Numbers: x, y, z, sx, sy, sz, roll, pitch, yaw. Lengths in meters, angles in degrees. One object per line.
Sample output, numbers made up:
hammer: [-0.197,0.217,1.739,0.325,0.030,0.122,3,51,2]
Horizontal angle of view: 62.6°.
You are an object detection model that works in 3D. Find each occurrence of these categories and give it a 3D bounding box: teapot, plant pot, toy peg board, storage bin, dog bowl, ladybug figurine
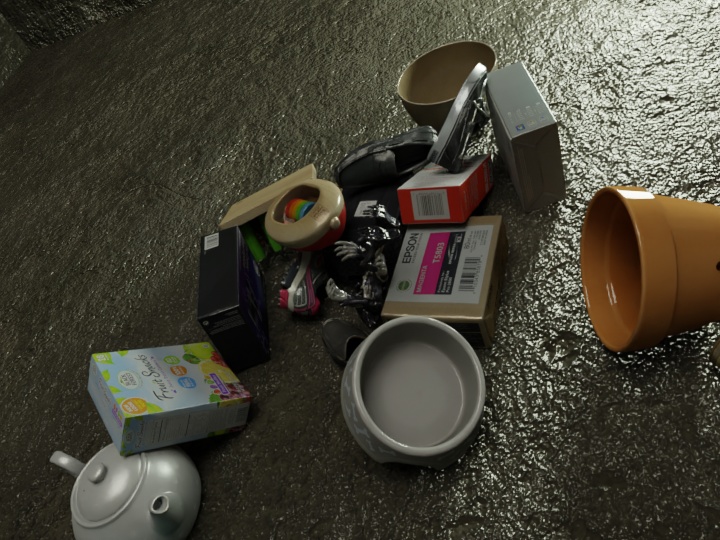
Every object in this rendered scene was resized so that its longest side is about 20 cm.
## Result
teapot: [-0.334,0.313,0.836,0.196,0.148,0.199,-29,42,1]
plant pot: [0.374,-0.006,0.739,0.135,0.204,0.204,-4,45,1]
toy peg board: [-0.161,-0.112,1.181,0.196,0.100,0.200,-26,17,3]
storage bin: [0.026,-0.081,1.052,0.132,0.095,0.203,0,49,27]
dog bowl: [0.072,0.153,0.768,0.193,0.059,0.206,2,63,-4]
ladybug figurine: [-0.087,-0.087,0.998,0.136,0.072,0.199,-49,34,-11]
plant pot: [0.183,-0.334,1.172,0.195,0.136,0.204,-15,44,14]

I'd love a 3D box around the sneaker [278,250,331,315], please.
sneaker: [-0.080,-0.004,1.059,0.073,0.081,0.203,18,56,5]

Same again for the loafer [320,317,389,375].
loafer: [-0.001,0.119,0.893,0.073,0.073,0.198,-44,44,-15]

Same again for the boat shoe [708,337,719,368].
boat shoe: [0.504,0.066,0.680,0.198,0.072,0.068,-36,48,2]

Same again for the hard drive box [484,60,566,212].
hard drive box: [0.277,-0.230,1.009,0.075,0.158,0.203,-17,44,10]

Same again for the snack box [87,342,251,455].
snack box: [-0.292,0.186,0.905,0.196,0.070,0.167,-3,26,-41]

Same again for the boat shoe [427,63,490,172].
boat shoe: [0.179,-0.252,0.981,0.067,0.074,0.203,27,65,1]

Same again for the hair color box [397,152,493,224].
hair color box: [0.150,-0.141,1.005,0.108,0.066,0.200,0,25,28]

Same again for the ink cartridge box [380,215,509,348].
ink cartridge box: [0.135,0.013,0.919,0.160,0.076,0.204,-1,51,26]

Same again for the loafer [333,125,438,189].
loafer: [0.047,-0.190,1.022,0.195,0.069,0.071,-21,35,3]

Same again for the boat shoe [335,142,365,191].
boat shoe: [-0.024,-0.171,1.181,0.070,0.065,0.203,6,53,31]

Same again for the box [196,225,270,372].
box: [-0.218,0.046,1.024,0.077,0.143,0.203,-15,44,2]

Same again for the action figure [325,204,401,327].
action figure: [0.000,0.000,0.904,0.099,0.203,0.121,9,41,-6]
